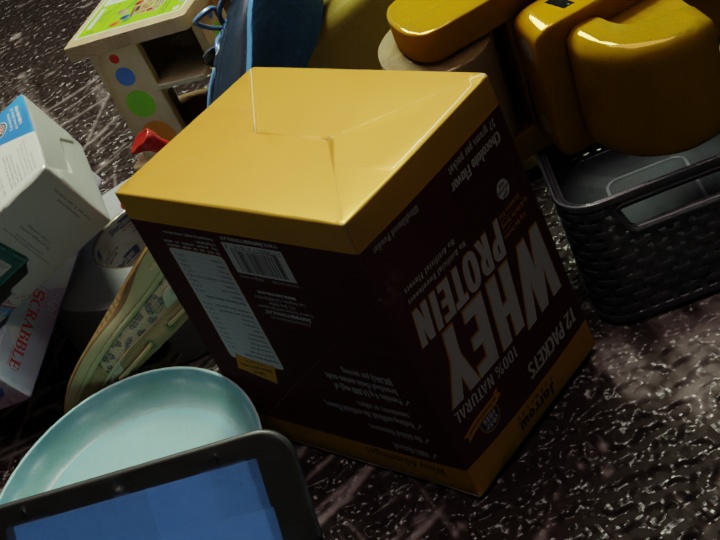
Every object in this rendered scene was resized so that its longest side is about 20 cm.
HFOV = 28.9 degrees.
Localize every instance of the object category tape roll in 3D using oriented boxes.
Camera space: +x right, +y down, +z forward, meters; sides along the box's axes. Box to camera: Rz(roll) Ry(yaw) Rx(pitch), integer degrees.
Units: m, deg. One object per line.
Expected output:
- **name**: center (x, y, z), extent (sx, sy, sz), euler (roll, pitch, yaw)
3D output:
- **tape roll**: center (-0.147, -0.011, 1.085), extent (0.200, 0.066, 0.201), euler (-19, 32, 12)

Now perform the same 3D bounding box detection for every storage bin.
- **storage bin**: center (0.187, -0.073, 0.910), extent (0.135, 0.094, 0.200), euler (-21, 33, 8)

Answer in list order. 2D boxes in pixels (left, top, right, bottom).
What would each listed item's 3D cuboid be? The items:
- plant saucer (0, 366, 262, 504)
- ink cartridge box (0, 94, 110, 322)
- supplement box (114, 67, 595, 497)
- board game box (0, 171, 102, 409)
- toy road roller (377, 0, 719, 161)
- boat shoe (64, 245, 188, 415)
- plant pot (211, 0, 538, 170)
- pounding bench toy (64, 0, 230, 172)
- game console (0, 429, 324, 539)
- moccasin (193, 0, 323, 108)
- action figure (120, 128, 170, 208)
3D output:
- **plant saucer**: center (-0.143, 0.147, 0.863), extent (0.200, 0.027, 0.201), euler (-18, 43, 17)
- **ink cartridge box**: center (-0.281, -0.016, 0.994), extent (0.200, 0.067, 0.116), euler (-41, 38, 8)
- **supplement box**: center (0.000, 0.000, 0.834), extent (0.197, 0.200, 0.133), euler (10, 47, 44)
- **board game box**: center (-0.299, 0.027, 1.073), extent (0.199, 0.041, 0.200), euler (-20, 45, 37)
- **toy road roller**: center (0.126, -0.121, 0.827), extent (0.200, 0.123, 0.146), euler (-30, 43, -7)
- **boat shoe**: center (-0.141, 0.041, 0.946), extent (0.200, 0.063, 0.073), euler (-56, 5, 33)
- **plant pot**: center (-0.004, -0.145, 1.074), extent (0.176, 0.200, 0.200), euler (-34, 31, 8)
- **pounding bench toy**: center (-0.144, -0.199, 1.270), extent (0.124, 0.156, 0.200), euler (-11, 35, 25)
- **game console**: center (-0.111, 0.199, 0.704), extent (0.199, 0.119, 0.171), euler (-18, 32, 14)
- **moccasin**: center (-0.079, -0.141, 0.933), extent (0.068, 0.080, 0.201), euler (0, 72, 41)
- **action figure**: center (-0.069, -0.044, 0.990), extent (0.052, 0.199, 0.066), euler (-30, 48, 58)
